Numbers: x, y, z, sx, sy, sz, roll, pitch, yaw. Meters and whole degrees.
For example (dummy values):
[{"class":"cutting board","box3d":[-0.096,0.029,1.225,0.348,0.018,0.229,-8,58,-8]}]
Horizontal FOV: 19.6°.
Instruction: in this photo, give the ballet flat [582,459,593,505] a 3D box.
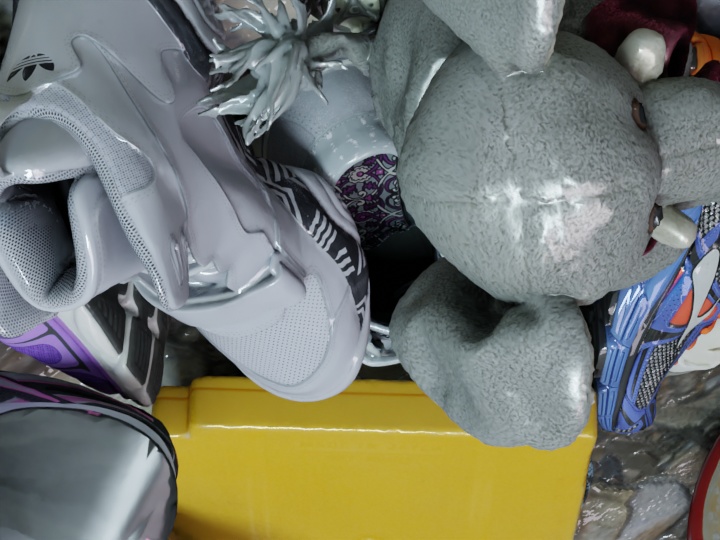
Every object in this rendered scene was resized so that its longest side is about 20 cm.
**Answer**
[{"class":"ballet flat","box3d":[0.067,0.060,0.907,0.074,0.074,0.200,-18,151,-10]}]

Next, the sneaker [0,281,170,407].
[{"class":"sneaker","box3d":[-0.127,-0.011,0.717,0.083,0.081,0.200,-8,152,21]}]

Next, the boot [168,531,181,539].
[{"class":"boot","box3d":[-0.125,0.177,0.843,0.166,0.200,0.072,-42,178,0]}]

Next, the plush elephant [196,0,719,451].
[{"class":"plush elephant","box3d":[0.062,-0.046,0.572,0.200,0.155,0.165,-11,118,-9]}]

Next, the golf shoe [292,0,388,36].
[{"class":"golf shoe","box3d":[0.020,-0.105,0.674,0.077,0.088,0.200,-32,121,13]}]

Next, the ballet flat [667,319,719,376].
[{"class":"ballet flat","box3d":[0.170,0.000,0.900,0.067,0.064,0.200,12,130,-40]}]

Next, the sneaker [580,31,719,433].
[{"class":"sneaker","box3d":[0.137,-0.004,0.841,0.078,0.075,0.200,9,134,-6]}]

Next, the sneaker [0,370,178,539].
[{"class":"sneaker","box3d":[-0.159,0.068,0.742,0.200,0.086,0.080,12,97,3]}]

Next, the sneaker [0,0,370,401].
[{"class":"sneaker","box3d":[-0.063,-0.005,0.667,0.075,0.115,0.200,-9,130,25]}]

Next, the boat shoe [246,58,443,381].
[{"class":"boat shoe","box3d":[0.001,-0.001,0.789,0.070,0.072,0.201,-21,144,-6]}]

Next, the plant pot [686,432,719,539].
[{"class":"plant pot","box3d":[0.273,0.141,1.037,0.200,0.201,0.182,-42,133,21]}]

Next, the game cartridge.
[{"class":"game cartridge","box3d":[0.004,0.102,0.890,0.176,0.032,0.200,2,147,0]}]
